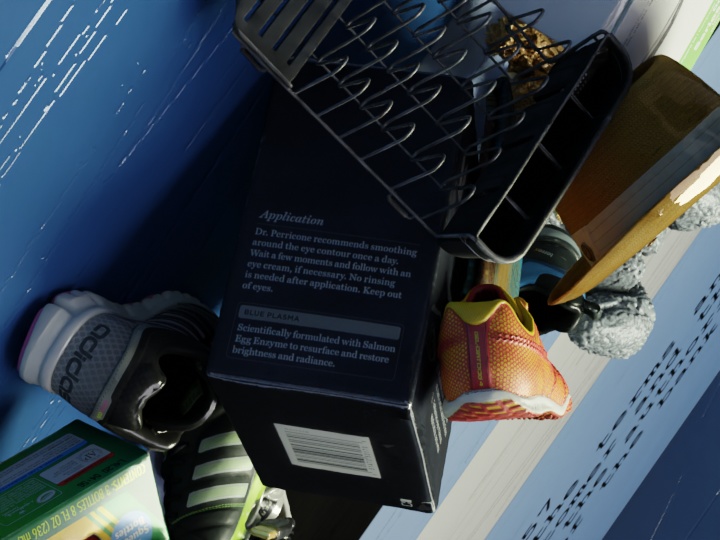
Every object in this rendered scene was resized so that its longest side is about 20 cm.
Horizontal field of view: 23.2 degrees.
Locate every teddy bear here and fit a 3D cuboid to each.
[{"bbox_3d":[0.123,-0.096,1.171,0.067,0.200,0.145,-30,131,12],"label":"teddy bear"}]

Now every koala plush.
[{"bbox_3d":[0.140,-0.053,1.351,0.200,0.184,0.178,16,108,-47],"label":"koala plush"}]

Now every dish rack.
[{"bbox_3d":[0.035,-0.115,0.913,0.054,0.200,0.154,-15,-144,56],"label":"dish rack"}]

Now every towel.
[{"bbox_3d":[0.085,-0.014,1.113,0.200,0.022,0.147,70,26,-67],"label":"towel"}]

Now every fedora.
[{"bbox_3d":[0.160,-0.065,1.012,0.200,0.082,0.201,-40,176,-3],"label":"fedora"}]

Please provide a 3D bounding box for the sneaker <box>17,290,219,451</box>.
[{"bbox_3d":[-0.111,0.061,0.994,0.074,0.087,0.200,-58,161,7],"label":"sneaker"}]

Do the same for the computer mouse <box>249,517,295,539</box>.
[{"bbox_3d":[-0.120,0.207,1.165,0.140,0.046,0.200,-25,164,19],"label":"computer mouse"}]

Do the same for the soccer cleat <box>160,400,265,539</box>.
[{"bbox_3d":[-0.100,0.136,1.112,0.200,0.081,0.068,-64,-177,-30],"label":"soccer cleat"}]

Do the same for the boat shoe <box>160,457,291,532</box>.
[{"bbox_3d":[-0.087,0.155,1.240,0.072,0.066,0.200,-48,160,-18],"label":"boat shoe"}]

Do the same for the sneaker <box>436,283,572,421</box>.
[{"bbox_3d":[0.083,0.048,0.997,0.200,0.073,0.077,48,40,-82],"label":"sneaker"}]

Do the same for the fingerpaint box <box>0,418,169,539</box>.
[{"bbox_3d":[-0.189,0.202,0.925,0.200,0.073,0.167,-29,121,-37],"label":"fingerpaint box"}]

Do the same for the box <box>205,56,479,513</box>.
[{"bbox_3d":[0.000,0.013,1.029,0.197,0.117,0.201,77,23,-65],"label":"box"}]

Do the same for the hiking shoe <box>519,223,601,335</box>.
[{"bbox_3d":[0.066,0.029,1.257,0.199,0.087,0.075,-21,125,8],"label":"hiking shoe"}]

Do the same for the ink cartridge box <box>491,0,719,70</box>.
[{"bbox_3d":[0.132,-0.186,1.079,0.084,0.145,0.200,-60,161,12],"label":"ink cartridge box"}]
